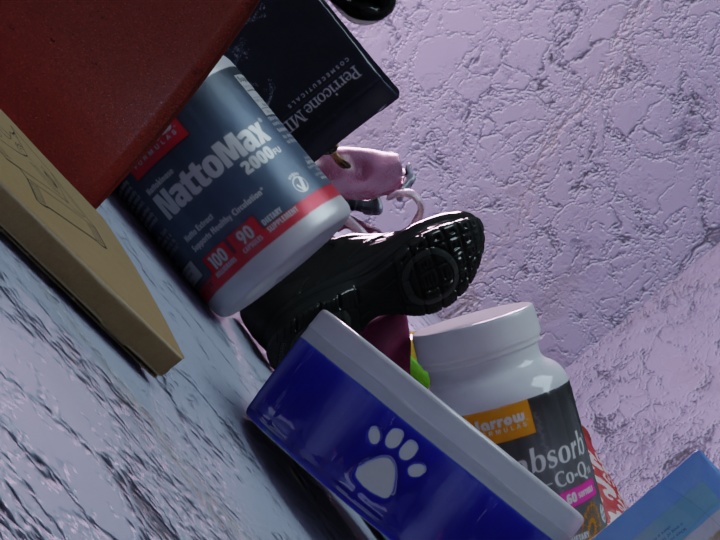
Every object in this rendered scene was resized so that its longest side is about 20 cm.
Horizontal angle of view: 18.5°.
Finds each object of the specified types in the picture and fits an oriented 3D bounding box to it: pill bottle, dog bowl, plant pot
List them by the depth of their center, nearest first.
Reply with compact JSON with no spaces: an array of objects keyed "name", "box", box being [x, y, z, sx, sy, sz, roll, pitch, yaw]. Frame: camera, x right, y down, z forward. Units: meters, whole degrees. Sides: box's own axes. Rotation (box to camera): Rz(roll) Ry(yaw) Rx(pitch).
[{"name":"dog bowl","box":[0.031,0.115,1.309,0.200,0.079,0.200,38,-2,2]},{"name":"plant pot","box":[-0.165,-0.172,1.335,0.200,0.176,0.200,50,4,-11]},{"name":"pill bottle","box":[-0.112,-0.079,1.517,0.200,0.120,0.120,50,3,4]},{"name":"pill bottle","box":[0.109,0.132,1.645,0.116,0.116,0.200,-81,155,-86]}]

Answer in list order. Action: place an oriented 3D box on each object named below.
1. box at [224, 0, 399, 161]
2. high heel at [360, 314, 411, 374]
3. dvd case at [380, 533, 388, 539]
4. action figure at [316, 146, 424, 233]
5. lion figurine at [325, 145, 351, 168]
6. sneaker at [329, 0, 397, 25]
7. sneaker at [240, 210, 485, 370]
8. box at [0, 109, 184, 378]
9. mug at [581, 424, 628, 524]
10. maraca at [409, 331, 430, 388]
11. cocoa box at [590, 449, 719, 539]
[{"name":"box","box":[-0.110,-0.154,1.689,0.200,0.197,0.117,51,4,6]},{"name":"high heel","box":[0.036,0.101,1.708,0.200,0.096,0.067,47,4,-44]},{"name":"dvd case","box":[0.052,0.198,1.518,0.146,0.022,0.200,53,5,30]},{"name":"action figure","box":[-0.062,-0.077,2.012,0.200,0.134,0.149,13,32,-27]},{"name":"lion figurine","box":[-0.113,-0.132,1.938,0.200,0.073,0.123,2,47,-30]},{"name":"sneaker","box":[-0.033,-0.267,1.688,0.200,0.066,0.091,52,2,-17]},{"name":"sneaker","box":[0.000,0.000,1.619,0.091,0.200,0.076,41,-33,44]},{"name":"box","box":[-0.177,-0.048,1.131,0.200,0.021,0.164,48,5,-36]},{"name":"mug","box":[0.206,0.259,2.024,0.178,0.133,0.200,44,10,-48]},{"name":"maraca","box":[0.047,0.098,1.832,0.200,0.107,0.137,44,-14,6]},{"name":"cocoa box","box":[0.177,0.230,1.270,0.133,0.200,0.131,52,4,41]}]
